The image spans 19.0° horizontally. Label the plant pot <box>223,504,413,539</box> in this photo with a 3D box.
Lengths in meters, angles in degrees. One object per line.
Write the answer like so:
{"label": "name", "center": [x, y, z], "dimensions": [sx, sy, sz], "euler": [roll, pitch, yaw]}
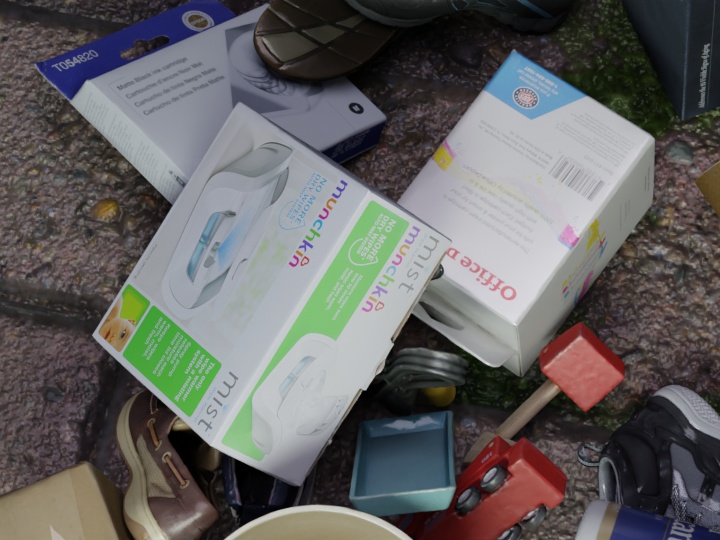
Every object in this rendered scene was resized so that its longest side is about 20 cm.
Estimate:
{"label": "plant pot", "center": [-0.034, 0.256, 1.436], "dimensions": [0.186, 0.200, 0.189], "euler": [1, 81, -5]}

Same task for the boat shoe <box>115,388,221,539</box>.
{"label": "boat shoe", "center": [-0.126, 0.133, 1.522], "dimensions": [0.072, 0.200, 0.072], "euler": [-37, 110, 11]}

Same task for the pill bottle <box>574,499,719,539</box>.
{"label": "pill bottle", "center": [0.233, 0.229, 1.414], "dimensions": [0.199, 0.111, 0.112], "euler": [15, 71, 11]}

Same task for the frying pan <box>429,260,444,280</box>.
{"label": "frying pan", "center": [-0.001, 0.015, 1.538], "dimensions": [0.031, 0.116, 0.190], "euler": [-13, 28, -26]}

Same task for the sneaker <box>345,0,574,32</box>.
{"label": "sneaker", "center": [0.079, -0.234, 1.650], "dimensions": [0.199, 0.082, 0.074], "euler": [-1, 67, -18]}

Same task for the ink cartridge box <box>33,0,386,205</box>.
{"label": "ink cartridge box", "center": [-0.113, -0.137, 1.638], "dimensions": [0.200, 0.041, 0.199], "euler": [43, 46, 19]}

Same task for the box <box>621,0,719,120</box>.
{"label": "box", "center": [0.305, -0.236, 1.594], "dimensions": [0.196, 0.200, 0.124], "euler": [-23, 67, -3]}

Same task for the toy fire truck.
{"label": "toy fire truck", "center": [0.100, 0.139, 1.530], "dimensions": [0.049, 0.141, 0.200], "euler": [42, 115, -13]}

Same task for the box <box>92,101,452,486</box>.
{"label": "box", "center": [-0.062, 0.016, 1.478], "dimensions": [0.201, 0.096, 0.176], "euler": [-57, 41, 4]}

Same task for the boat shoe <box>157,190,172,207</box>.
{"label": "boat shoe", "center": [-0.117, -0.065, 1.648], "dimensions": [0.200, 0.070, 0.070], "euler": [41, 79, 17]}

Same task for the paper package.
{"label": "paper package", "center": [-0.178, 0.252, 1.468], "dimensions": [0.103, 0.191, 0.201], "euler": [-23, 69, 0]}

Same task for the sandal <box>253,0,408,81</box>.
{"label": "sandal", "center": [-0.006, -0.202, 1.681], "dimensions": [0.082, 0.055, 0.200], "euler": [46, 55, 2]}

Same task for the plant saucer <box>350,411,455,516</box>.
{"label": "plant saucer", "center": [0.031, 0.134, 1.493], "dimensions": [0.069, 0.200, 0.019], "euler": [-7, 99, 3]}

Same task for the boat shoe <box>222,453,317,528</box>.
{"label": "boat shoe", "center": [-0.060, 0.097, 1.566], "dimensions": [0.074, 0.093, 0.201], "euler": [-1, 69, 6]}

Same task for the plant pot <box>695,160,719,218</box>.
{"label": "plant pot", "center": [0.366, -0.019, 1.530], "dimensions": [0.186, 0.186, 0.201], "euler": [-25, 82, -4]}

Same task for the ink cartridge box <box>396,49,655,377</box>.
{"label": "ink cartridge box", "center": [0.109, -0.030, 1.578], "dimensions": [0.128, 0.125, 0.200], "euler": [34, 78, 18]}

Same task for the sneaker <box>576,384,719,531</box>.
{"label": "sneaker", "center": [0.235, 0.180, 1.498], "dimensions": [0.113, 0.076, 0.200], "euler": [-25, 61, -24]}

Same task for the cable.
{"label": "cable", "center": [0.028, 0.064, 1.509], "dimensions": [0.097, 0.200, 0.051], "euler": [20, 74, 0]}
